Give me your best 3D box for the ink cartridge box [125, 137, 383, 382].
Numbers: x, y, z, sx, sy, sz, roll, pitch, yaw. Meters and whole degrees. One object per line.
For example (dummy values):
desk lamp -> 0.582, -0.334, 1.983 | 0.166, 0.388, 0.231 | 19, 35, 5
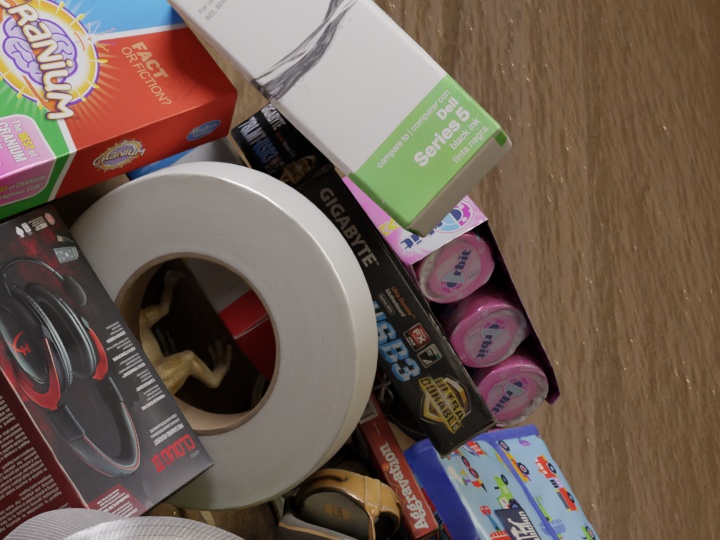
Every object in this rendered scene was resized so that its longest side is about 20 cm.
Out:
ink cartridge box -> -0.071, -0.005, 1.746 | 0.200, 0.067, 0.116 | 56, 0, 21

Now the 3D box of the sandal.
sandal -> -0.003, 0.143, 1.602 | 0.081, 0.055, 0.200 | 23, 4, -3

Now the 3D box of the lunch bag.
lunch bag -> 0.091, 0.185, 1.831 | 0.151, 0.094, 0.200 | 61, 13, 14

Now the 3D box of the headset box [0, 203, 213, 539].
headset box -> -0.176, 0.077, 1.524 | 0.200, 0.075, 0.149 | 58, 24, 1

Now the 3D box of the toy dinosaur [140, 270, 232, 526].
toy dinosaur -> -0.128, 0.064, 1.679 | 0.101, 0.058, 0.201 | -33, 101, -54

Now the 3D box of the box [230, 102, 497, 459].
box -> 0.000, 0.000, 1.737 | 0.200, 0.050, 0.199 | 56, 0, -18

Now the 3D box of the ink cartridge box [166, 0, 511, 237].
ink cartridge box -> -0.011, -0.118, 1.619 | 0.200, 0.084, 0.145 | 44, 3, 5

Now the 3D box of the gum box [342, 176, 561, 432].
gum box -> 0.066, 0.016, 1.950 | 0.114, 0.066, 0.200 | 52, -9, 46

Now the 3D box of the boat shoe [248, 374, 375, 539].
boat shoe -> -0.020, 0.141, 1.754 | 0.073, 0.065, 0.201 | 29, 37, -46

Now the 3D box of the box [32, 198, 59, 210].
box -> -0.191, -0.145, 1.729 | 0.075, 0.100, 0.201 | 36, 31, -37

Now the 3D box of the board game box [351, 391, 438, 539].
board game box -> 0.021, 0.136, 1.780 | 0.200, 0.019, 0.103 | 82, -17, -77

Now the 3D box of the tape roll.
tape roll -> -0.089, 0.038, 1.583 | 0.203, 0.202, 0.037 | 58, 24, 0

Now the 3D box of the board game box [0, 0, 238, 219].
board game box -> -0.194, -0.112, 1.584 | 0.199, 0.040, 0.153 | -23, 62, -30

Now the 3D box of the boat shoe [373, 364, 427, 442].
boat shoe -> 0.004, 0.047, 1.902 | 0.057, 0.067, 0.200 | 1, 44, -41

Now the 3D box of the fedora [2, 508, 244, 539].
fedora -> -0.128, 0.190, 1.417 | 0.200, 0.177, 0.090 | 21, 15, -37
